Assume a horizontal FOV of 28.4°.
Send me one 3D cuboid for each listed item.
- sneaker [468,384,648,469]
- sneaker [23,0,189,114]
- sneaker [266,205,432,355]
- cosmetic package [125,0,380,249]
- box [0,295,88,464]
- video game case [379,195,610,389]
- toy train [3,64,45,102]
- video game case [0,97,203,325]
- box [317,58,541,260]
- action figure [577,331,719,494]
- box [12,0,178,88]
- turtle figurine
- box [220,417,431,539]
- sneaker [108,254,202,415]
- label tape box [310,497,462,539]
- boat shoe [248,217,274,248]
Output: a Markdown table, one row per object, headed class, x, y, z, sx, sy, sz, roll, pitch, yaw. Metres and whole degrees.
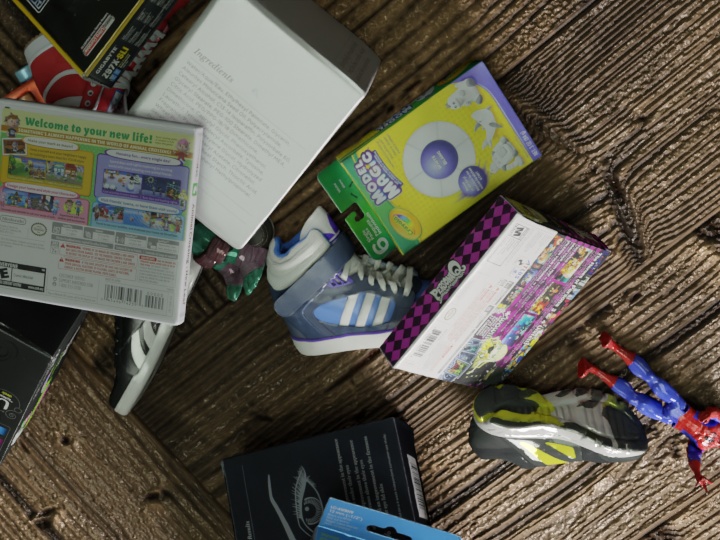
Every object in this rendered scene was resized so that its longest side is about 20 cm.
| class | x | y | z | sx | sy | sz | roll | pitch | yaw |
| --- | --- | --- | --- | --- | --- | --- | --- | --- | --- |
| sneaker | 0.207 | 0.173 | 1.519 | 0.198 | 0.075 | 0.085 | 12 | 138 | -7 |
| sneaker | -0.230 | -0.209 | 1.388 | 0.199 | 0.071 | 0.113 | -27 | 74 | 18 |
| sneaker | 0.000 | 0.000 | 1.459 | 0.198 | 0.081 | 0.148 | -12 | 112 | 14 |
| cosmetic package | -0.107 | -0.164 | 1.366 | 0.165 | 0.165 | 0.200 | 39 | 109 | -8 |
| box | -0.362 | 0.069 | 1.445 | 0.124 | 0.149 | 0.200 | 30 | 133 | -5 |
| video game case | 0.137 | 0.029 | 1.424 | 0.180 | 0.036 | 0.201 | 16 | 118 | -48 |
| toy train | -0.333 | -0.101 | 1.464 | 0.149 | 0.056 | 0.201 | -23 | 105 | 12 |
| video game case | -0.248 | -0.055 | 1.308 | 0.198 | 0.022 | 0.184 | 9 | 99 | 12 |
| box | 0.066 | -0.106 | 1.411 | 0.199 | 0.048 | 0.118 | -36 | 103 | 1 |
| action figure | 0.324 | 0.153 | 1.482 | 0.199 | 0.099 | 0.065 | 33 | 109 | -10 |
| box | -0.233 | -0.300 | 1.339 | 0.200 | 0.049 | 0.160 | -49 | 62 | 12 |
| turtle figurine | -0.195 | -0.036 | 1.389 | 0.199 | 0.150 | 0.101 | 25 | 92 | -15 |
| box | -0.032 | 0.253 | 1.507 | 0.198 | 0.104 | 0.150 | -14 | 74 | 10 |
| sneaker | -0.249 | 0.044 | 1.505 | 0.111 | 0.073 | 0.201 | 26 | 101 | -1 |
| label tape box | 0.004 | 0.337 | 1.412 | 0.142 | 0.066 | 0.201 | 17 | 119 | -6 |
| boat shoe | -0.179 | -0.076 | 1.459 | 0.199 | 0.057 | 0.067 | 35 | 108 | -8 |
